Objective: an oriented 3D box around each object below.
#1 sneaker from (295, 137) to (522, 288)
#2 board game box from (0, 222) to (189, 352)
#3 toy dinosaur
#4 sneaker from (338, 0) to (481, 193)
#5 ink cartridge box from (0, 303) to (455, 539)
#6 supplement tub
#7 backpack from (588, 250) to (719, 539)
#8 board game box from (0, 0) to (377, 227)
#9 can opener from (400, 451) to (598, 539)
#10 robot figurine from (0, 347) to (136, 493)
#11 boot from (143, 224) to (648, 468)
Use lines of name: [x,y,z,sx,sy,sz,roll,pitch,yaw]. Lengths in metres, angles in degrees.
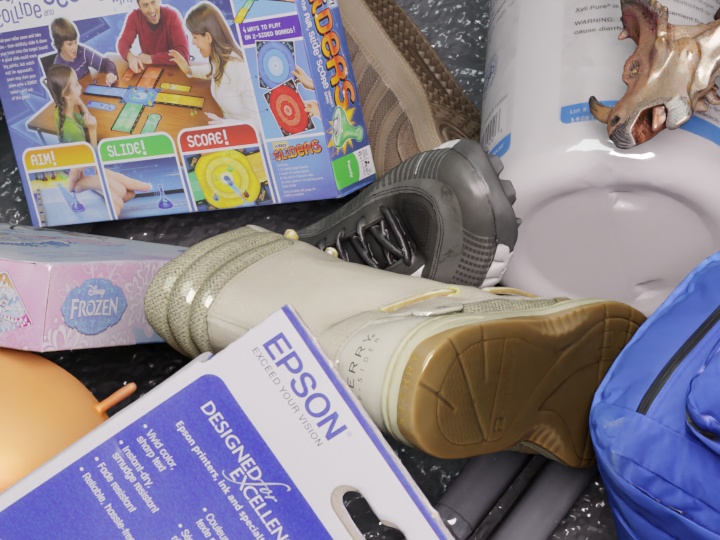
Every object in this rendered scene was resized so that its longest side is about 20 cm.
sneaker: [0.000,0.000,1.190,0.090,0.200,0.067,-23,86,-28]
board game box: [-0.173,0.003,1.259,0.198,0.200,0.044,7,94,28]
toy dinosaur: [0.181,-0.116,1.155,0.135,0.200,0.086,-21,86,33]
sneaker: [0.020,-0.058,1.318,0.076,0.070,0.200,-46,48,21]
ink cartridge box: [-0.043,0.139,1.058,0.200,0.198,0.047,-33,3,19]
supplement tub: [0.122,-0.086,1.241,0.131,0.132,0.201,-7,51,18]
backpack: [0.195,0.068,1.061,0.162,0.168,0.200,-41,47,-22]
board game box: [-0.095,-0.096,1.312,0.199,0.136,0.034,-4,15,36]
can opener: [0.057,0.108,1.145,0.053,0.067,0.200,38,69,5]
robot figurine: [-0.177,0.115,1.181,0.144,0.200,0.117,36,28,0]
boot: [0.022,0.029,1.110,0.154,0.200,0.072,17,98,34]
